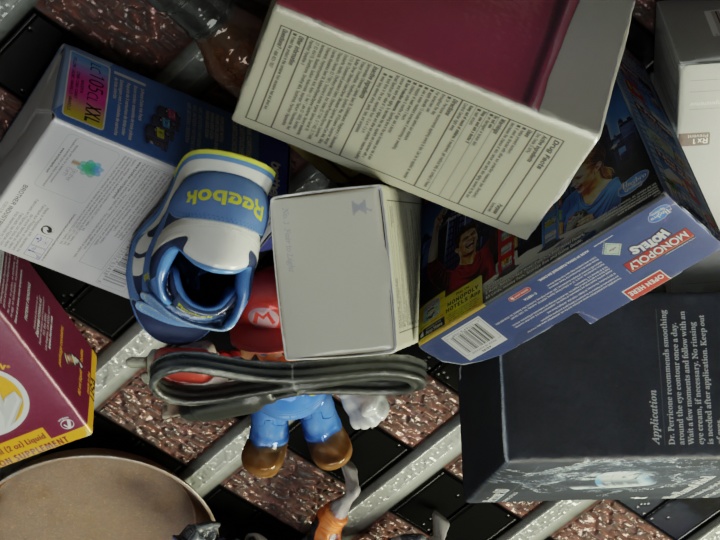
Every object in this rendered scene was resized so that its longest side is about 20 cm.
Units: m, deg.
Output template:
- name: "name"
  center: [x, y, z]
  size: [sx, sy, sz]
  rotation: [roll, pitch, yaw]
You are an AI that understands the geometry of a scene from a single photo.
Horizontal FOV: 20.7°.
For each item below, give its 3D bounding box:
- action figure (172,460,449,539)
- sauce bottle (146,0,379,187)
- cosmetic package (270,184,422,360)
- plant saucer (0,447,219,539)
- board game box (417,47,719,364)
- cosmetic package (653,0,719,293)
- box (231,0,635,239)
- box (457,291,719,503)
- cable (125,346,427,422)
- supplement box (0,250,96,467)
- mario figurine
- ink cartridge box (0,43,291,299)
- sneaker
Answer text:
- name: "action figure"
  center: [-0.045, 0.240, 1.528]
  size: [0.194, 0.105, 0.200]
  rotation: [-51, 135, 10]
- name: "sauce bottle"
  center: [-0.054, -0.129, 1.254]
  size: [0.066, 0.066, 0.200]
  rotation: [-34, 126, 21]
- name: "cosmetic package"
  center: [0.000, 0.000, 1.264]
  size: [0.073, 0.200, 0.104]
  rotation: [-5, 89, 10]
- name: "plant saucer"
  center: [-0.210, 0.205, 1.536]
  size: [0.199, 0.035, 0.201]
  rotation: [-4, 131, -4]
- name: "board game box"
  center: [0.129, -0.056, 1.258]
  size: [0.200, 0.201, 0.062]
  rotation: [-32, 125, 33]
- name: "cosmetic package"
  center: [0.250, -0.081, 1.312]
  size: [0.106, 0.090, 0.201]
  rotation: [-7, 127, 0]
- name: "box"
  center: [0.041, -0.124, 1.158]
  size: [0.199, 0.109, 0.128]
  rotation: [22, 150, -5]
- name: "box"
  center: [0.179, 0.092, 1.372]
  size: [0.199, 0.118, 0.197]
  rotation: [0, 166, -5]
- name: "cable"
  center: [-0.059, 0.061, 1.297]
  size: [0.199, 0.051, 0.097]
  rotation: [-12, 151, 15]
- name: "supplement box"
  center: [-0.277, 0.039, 1.356]
  size: [0.110, 0.086, 0.200]
  rotation: [-21, 128, 12]
- name: "mario figurine"
  center: [-0.056, 0.085, 1.399]
  size: [0.123, 0.106, 0.201]
  rotation: [-36, 144, -22]
- name: "ink cartridge box"
  center: [-0.135, -0.048, 1.293]
  size: [0.199, 0.077, 0.136]
  rotation: [23, 135, -21]
- name: "sneaker"
  center: [-0.107, 0.005, 1.229]
  size: [0.074, 0.083, 0.200]
  rotation: [9, 149, -11]
